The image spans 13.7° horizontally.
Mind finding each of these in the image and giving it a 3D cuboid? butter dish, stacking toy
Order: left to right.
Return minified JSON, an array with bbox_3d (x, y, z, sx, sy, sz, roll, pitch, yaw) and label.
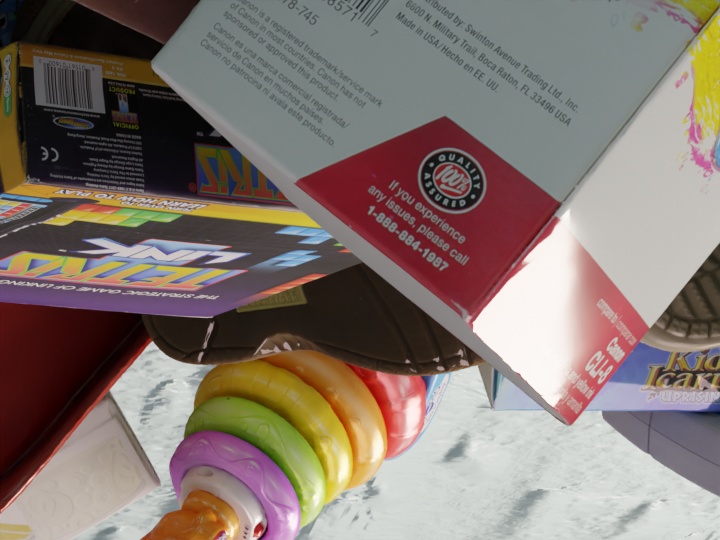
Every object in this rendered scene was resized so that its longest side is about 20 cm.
[{"bbox_3d":[-0.205,0.012,1.390,0.199,0.200,0.148,-3,125,41],"label":"butter dish"},{"bbox_3d":[-0.050,0.089,1.417,0.110,0.200,0.116,32,139,10],"label":"stacking toy"}]

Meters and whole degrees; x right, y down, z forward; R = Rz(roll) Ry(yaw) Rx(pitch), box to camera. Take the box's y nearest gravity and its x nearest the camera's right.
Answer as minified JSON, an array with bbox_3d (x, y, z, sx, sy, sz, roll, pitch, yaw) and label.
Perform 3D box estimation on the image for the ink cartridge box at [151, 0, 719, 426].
[{"bbox_3d":[0.064,-0.082,0.984,0.145,0.200,0.145,39,179,24],"label":"ink cartridge box"}]

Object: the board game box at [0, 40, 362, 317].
[{"bbox_3d":[-0.091,-0.029,1.152,0.199,0.057,0.165,5,163,-38],"label":"board game box"}]

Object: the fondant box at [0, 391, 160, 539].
[{"bbox_3d":[-0.193,0.084,1.483,0.144,0.058,0.200,-31,-156,-5],"label":"fondant box"}]

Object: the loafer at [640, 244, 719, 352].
[{"bbox_3d":[0.178,-0.018,1.320,0.200,0.076,0.068,-31,174,-32],"label":"loafer"}]

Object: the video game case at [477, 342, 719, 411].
[{"bbox_3d":[0.143,0.008,1.394,0.199,0.046,0.181,1,-156,-8],"label":"video game case"}]

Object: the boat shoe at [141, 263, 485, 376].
[{"bbox_3d":[0.000,0.000,1.321,0.199,0.072,0.076,2,-159,31],"label":"boat shoe"}]

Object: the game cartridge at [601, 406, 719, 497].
[{"bbox_3d":[0.213,0.074,1.352,0.133,0.041,0.200,-22,-146,-40],"label":"game cartridge"}]

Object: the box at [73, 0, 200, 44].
[{"bbox_3d":[-0.057,-0.131,1.017,0.075,0.100,0.200,39,-170,40],"label":"box"}]

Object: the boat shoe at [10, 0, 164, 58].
[{"bbox_3d":[-0.097,-0.063,1.248,0.072,0.072,0.200,31,164,12],"label":"boat shoe"}]

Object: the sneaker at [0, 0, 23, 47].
[{"bbox_3d":[-0.139,-0.109,1.113,0.078,0.090,0.200,7,160,-24],"label":"sneaker"}]
